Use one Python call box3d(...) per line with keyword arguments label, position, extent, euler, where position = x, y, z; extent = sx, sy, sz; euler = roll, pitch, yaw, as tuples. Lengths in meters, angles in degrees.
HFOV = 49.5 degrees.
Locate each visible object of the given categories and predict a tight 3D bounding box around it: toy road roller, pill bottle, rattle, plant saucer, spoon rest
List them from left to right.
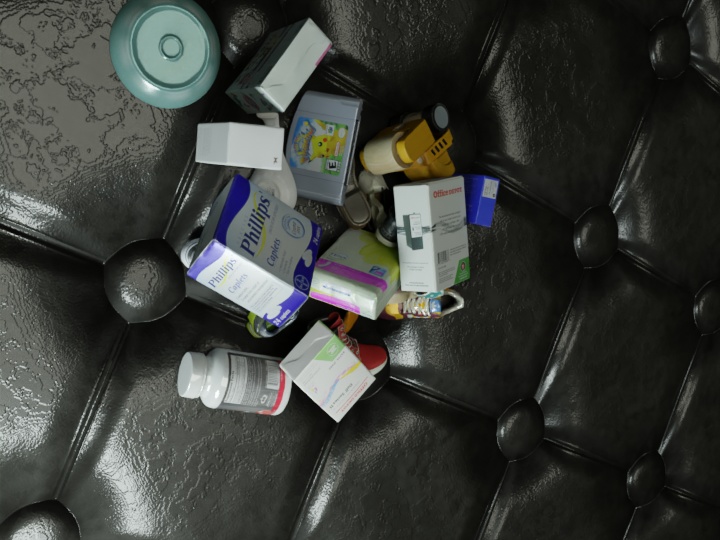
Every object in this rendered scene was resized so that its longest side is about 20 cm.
box3d(label="plant saucer", position=(-0.335, -0.388, 1.368), extent=(0.196, 0.036, 0.204), euler=(-5, 101, -27))
box3d(label="pill bottle", position=(-0.238, 0.208, 1.476), extent=(0.197, 0.110, 0.113), euler=(13, 93, -29))
box3d(label="spoon rest", position=(-0.168, -0.195, 1.473), extent=(0.097, 0.061, 0.204), euler=(2, 102, 7))
box3d(label="rattle", position=(0.068, 0.076, 1.583), extent=(0.196, 0.130, 0.146), euler=(8, 93, -11))
box3d(label="toy road roller", position=(0.108, -0.228, 1.551), extent=(0.200, 0.122, 0.148), euler=(-44, 115, -38))

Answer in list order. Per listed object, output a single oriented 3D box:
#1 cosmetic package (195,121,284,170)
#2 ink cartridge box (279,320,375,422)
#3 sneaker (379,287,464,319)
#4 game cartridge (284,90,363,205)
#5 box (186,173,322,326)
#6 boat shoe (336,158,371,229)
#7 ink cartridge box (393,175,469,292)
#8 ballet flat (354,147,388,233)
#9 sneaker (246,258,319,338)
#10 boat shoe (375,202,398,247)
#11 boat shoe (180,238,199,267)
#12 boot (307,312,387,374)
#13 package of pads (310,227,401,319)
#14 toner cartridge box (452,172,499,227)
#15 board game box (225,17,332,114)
box3d(label="cosmetic package", position=(-0.215, -0.218, 1.366), extent=(0.100, 0.199, 0.073), euler=(2, 98, -28))
box3d(label="ink cartridge box", position=(-0.051, 0.205, 1.502), extent=(0.117, 0.067, 0.200), euler=(-47, 130, -8))
box3d(label="sneaker", position=(0.124, 0.066, 1.655), extent=(0.197, 0.090, 0.077), euler=(-10, 103, -26))
box3d(label="game cartridge", position=(-0.075, -0.235, 1.487), extent=(0.040, 0.131, 0.204), euler=(1, 100, -70))
box3d(label="box", position=(-0.184, -0.037, 1.403), extent=(0.198, 0.105, 0.186), euler=(31, 40, -20))
box3d(label="boat shoe", position=(-0.040, -0.176, 1.543), extent=(0.071, 0.068, 0.204), euler=(-16, 86, -13))
box3d(label="ink cartridge box", position=(0.139, -0.073, 1.493), extent=(0.146, 0.082, 0.204), euler=(-17, 105, -53))
box3d(label="ballet flat", position=(0.029, -0.148, 1.582), extent=(0.067, 0.068, 0.204), euler=(-18, 106, -22))
box3d(label="sneaker", position=(-0.133, 0.059, 1.524), extent=(0.201, 0.081, 0.074), euler=(-50, 117, -12))
box3d(label="boat shoe", position=(0.097, -0.116, 1.562), extent=(0.199, 0.074, 0.067), euler=(-34, 161, -51))
box3d(label="boat shoe", position=(-0.236, -0.009, 1.465), extent=(0.197, 0.068, 0.073), euler=(20, 89, -29))
box3d(label="boot", position=(-0.022, 0.145, 1.572), extent=(0.196, 0.073, 0.146), euler=(-1, 128, -26))
box3d(label="package of pads", position=(0.000, 0.000, 1.503), extent=(0.200, 0.152, 0.069), euler=(-48, 150, -51))
box3d(label="toner cartridge box", position=(0.199, -0.149, 1.596), extent=(0.042, 0.199, 0.097), euler=(10, 94, -30))
box3d(label="board game box", position=(-0.148, -0.355, 1.379), extent=(0.064, 0.199, 0.149), euler=(40, 81, -27))
